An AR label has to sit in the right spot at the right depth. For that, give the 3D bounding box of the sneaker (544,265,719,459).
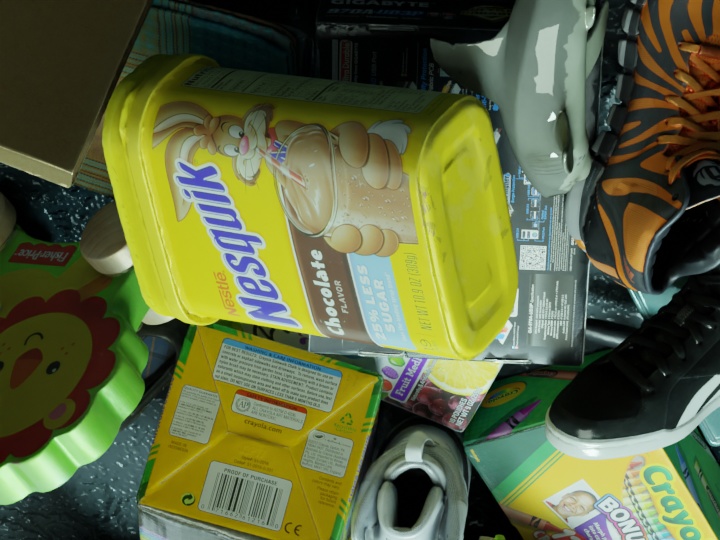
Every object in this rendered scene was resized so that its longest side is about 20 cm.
[{"bbox_3d":[0.185,0.023,1.515,0.199,0.073,0.113,-21,126,-26],"label":"sneaker"}]

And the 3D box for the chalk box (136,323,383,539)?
[{"bbox_3d":[-0.062,0.134,1.657,0.124,0.125,0.200,16,159,2],"label":"chalk box"}]

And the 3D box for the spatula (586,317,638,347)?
[{"bbox_3d":[0.213,0.061,1.590,0.199,0.021,0.057,20,175,5],"label":"spatula"}]

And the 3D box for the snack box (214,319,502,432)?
[{"bbox_3d":[0.000,0.000,1.597,0.199,0.053,0.143,23,130,-5],"label":"snack box"}]

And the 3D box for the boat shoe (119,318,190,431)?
[{"bbox_3d":[-0.166,0.072,1.696,0.068,0.057,0.200,33,129,-15],"label":"boat shoe"}]

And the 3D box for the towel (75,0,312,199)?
[{"bbox_3d":[-0.122,-0.095,1.525,0.199,0.022,0.147,18,127,20],"label":"towel"}]

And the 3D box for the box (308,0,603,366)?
[{"bbox_3d":[0.052,-0.048,1.501,0.158,0.046,0.201,2,113,3],"label":"box"}]

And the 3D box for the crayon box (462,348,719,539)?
[{"bbox_3d":[0.162,0.144,1.677,0.118,0.058,0.200,-17,124,26],"label":"crayon box"}]

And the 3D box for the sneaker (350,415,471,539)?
[{"bbox_3d":[0.020,0.187,1.623,0.075,0.115,0.201,11,88,5],"label":"sneaker"}]

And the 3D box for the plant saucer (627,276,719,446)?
[{"bbox_3d":[0.200,0.028,1.598,0.070,0.019,0.201,-14,126,25],"label":"plant saucer"}]

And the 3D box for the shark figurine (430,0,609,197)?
[{"bbox_3d":[0.082,-0.132,1.379,0.089,0.128,0.216,7,108,10],"label":"shark figurine"}]

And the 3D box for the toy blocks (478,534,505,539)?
[{"bbox_3d":[0.119,0.249,1.684,0.136,0.100,0.201,11,125,-11],"label":"toy blocks"}]

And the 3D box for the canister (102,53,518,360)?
[{"bbox_3d":[-0.025,-0.033,1.421,0.199,0.087,0.149,9,126,33],"label":"canister"}]

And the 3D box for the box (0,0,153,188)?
[{"bbox_3d":[-0.218,-0.148,1.447,0.199,0.164,0.021,20,153,0],"label":"box"}]

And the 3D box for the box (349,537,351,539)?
[{"bbox_3d":[0.043,0.274,1.769,0.199,0.049,0.160,26,93,-10],"label":"box"}]

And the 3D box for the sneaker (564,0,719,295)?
[{"bbox_3d":[0.180,-0.079,1.414,0.077,0.112,0.201,7,110,-26],"label":"sneaker"}]

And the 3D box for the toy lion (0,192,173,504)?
[{"bbox_3d":[-0.196,0.048,1.558,0.199,0.192,0.069,5,144,42],"label":"toy lion"}]
